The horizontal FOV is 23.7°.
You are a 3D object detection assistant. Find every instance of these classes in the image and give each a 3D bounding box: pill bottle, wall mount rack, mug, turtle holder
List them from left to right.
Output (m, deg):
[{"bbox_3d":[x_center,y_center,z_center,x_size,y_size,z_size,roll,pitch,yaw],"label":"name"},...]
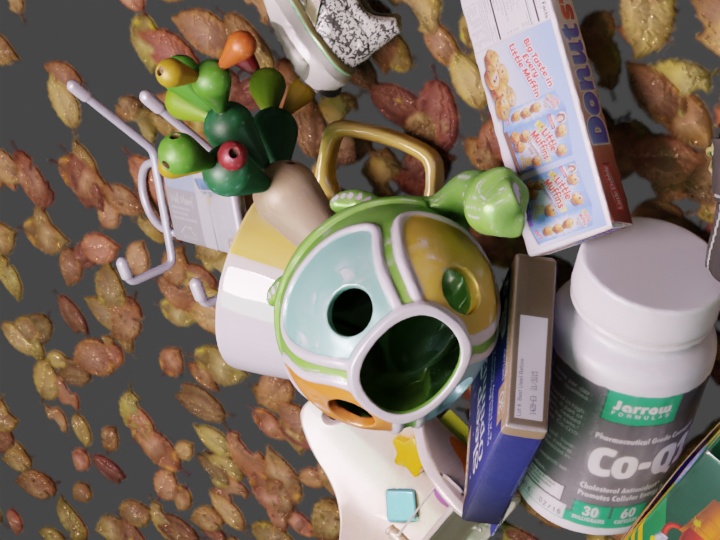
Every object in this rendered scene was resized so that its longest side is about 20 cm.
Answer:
[{"bbox_3d":[-0.149,-0.067,1.321,0.200,0.074,0.174,14,119,51],"label":"wall mount rack"},{"bbox_3d":[-0.004,0.009,1.227,0.153,0.149,0.187,19,136,21],"label":"mug"},{"bbox_3d":[0.036,0.024,1.090,0.132,0.185,0.141,-117,1,-67],"label":"turtle holder"},{"bbox_3d":[0.170,0.070,1.134,0.113,0.113,0.200,29,134,22],"label":"pill bottle"}]

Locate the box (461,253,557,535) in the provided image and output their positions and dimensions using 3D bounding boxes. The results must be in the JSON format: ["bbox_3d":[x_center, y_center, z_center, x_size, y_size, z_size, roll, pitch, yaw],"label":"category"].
[{"bbox_3d":[0.095,0.090,1.146,0.032,0.121,0.200,7,151,-2],"label":"box"}]

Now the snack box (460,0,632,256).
[{"bbox_3d":[0.111,-0.114,1.072,0.072,0.024,0.200,-20,82,46],"label":"snack box"}]

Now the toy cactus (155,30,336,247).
[{"bbox_3d":[-0.066,-0.086,1.152,0.102,0.200,0.165,-38,97,14],"label":"toy cactus"}]

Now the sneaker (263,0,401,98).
[{"bbox_3d":[-0.036,-0.222,1.164,0.088,0.077,0.200,-28,98,16],"label":"sneaker"}]

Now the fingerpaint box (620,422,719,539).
[{"bbox_3d":[0.240,0.124,1.046,0.073,0.200,0.167,42,138,12],"label":"fingerpaint box"}]

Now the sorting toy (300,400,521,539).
[{"bbox_3d":[0.026,0.146,1.331,0.180,0.107,0.200,50,142,15],"label":"sorting toy"}]

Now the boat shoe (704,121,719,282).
[{"bbox_3d":[0.240,-0.078,1.008,0.061,0.072,0.202,33,128,25],"label":"boat shoe"}]
